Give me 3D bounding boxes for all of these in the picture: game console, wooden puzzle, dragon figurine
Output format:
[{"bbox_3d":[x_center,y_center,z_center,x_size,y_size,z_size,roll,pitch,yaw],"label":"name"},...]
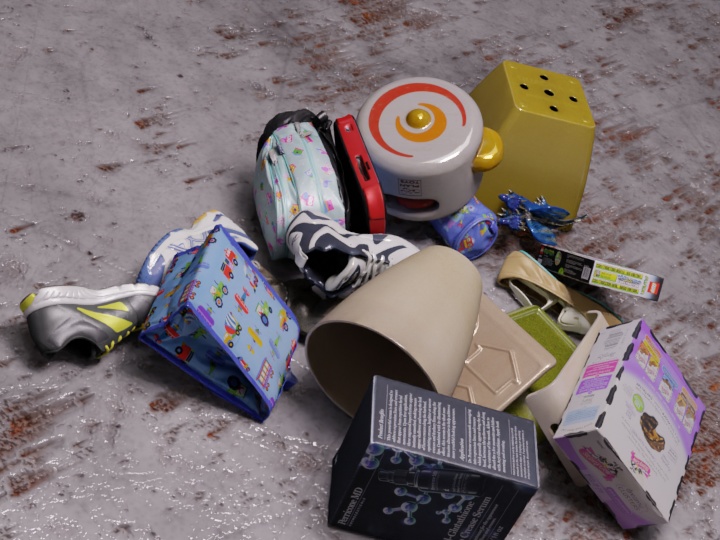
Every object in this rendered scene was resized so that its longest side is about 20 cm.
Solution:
[{"bbox_3d":[0.002,-0.096,1.836,0.031,0.177,0.200,-13,47,-7],"label":"game console"},{"bbox_3d":[0.118,0.122,1.706,0.200,0.046,0.185,-37,60,-17],"label":"wooden puzzle"},{"bbox_3d":[0.272,-0.076,2.011,0.199,0.059,0.099,16,13,-27],"label":"dragon figurine"}]

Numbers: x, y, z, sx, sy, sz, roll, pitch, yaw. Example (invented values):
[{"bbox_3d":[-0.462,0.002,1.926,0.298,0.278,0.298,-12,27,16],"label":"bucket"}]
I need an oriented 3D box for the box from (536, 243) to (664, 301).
[{"bbox_3d":[0.338,0.002,1.921,0.110,0.035,0.200,14,4,-16],"label":"box"}]

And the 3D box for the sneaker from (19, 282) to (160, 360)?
[{"bbox_3d":[-0.304,0.066,1.582,0.199,0.074,0.085,-1,69,-36],"label":"sneaker"}]

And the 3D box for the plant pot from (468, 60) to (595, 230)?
[{"bbox_3d":[0.259,-0.208,2.097,0.199,0.177,0.200,11,40,-15],"label":"plant pot"}]

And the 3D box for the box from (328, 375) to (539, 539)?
[{"bbox_3d":[0.081,0.228,1.519,0.199,0.149,0.107,16,39,-9],"label":"box"}]

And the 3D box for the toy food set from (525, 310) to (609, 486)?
[{"bbox_3d":[0.294,0.162,1.734,0.144,0.060,0.200,58,44,-14],"label":"toy food set"}]

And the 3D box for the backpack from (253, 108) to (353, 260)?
[{"bbox_3d":[-0.080,-0.100,1.828,0.126,0.167,0.201,-12,49,-8],"label":"backpack"}]

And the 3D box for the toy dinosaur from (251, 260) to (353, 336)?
[{"bbox_3d":[-0.062,0.051,1.727,0.200,0.077,0.102,33,50,2],"label":"toy dinosaur"}]

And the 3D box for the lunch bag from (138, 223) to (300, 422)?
[{"bbox_3d":[-0.145,0.072,1.604,0.200,0.094,0.151,44,36,-22],"label":"lunch bag"}]

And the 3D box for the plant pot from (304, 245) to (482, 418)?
[{"bbox_3d":[0.063,0.066,1.627,0.187,0.188,0.200,32,54,9],"label":"plant pot"}]

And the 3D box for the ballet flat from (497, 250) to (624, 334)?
[{"bbox_3d":[0.281,0.050,1.917,0.200,0.069,0.063,35,67,17],"label":"ballet flat"}]

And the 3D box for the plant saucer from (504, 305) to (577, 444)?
[{"bbox_3d":[0.228,0.125,1.797,0.199,0.048,0.200,-16,54,-40],"label":"plant saucer"}]

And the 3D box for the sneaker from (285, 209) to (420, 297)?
[{"bbox_3d":[0.000,0.000,1.694,0.199,0.080,0.130,27,25,-15],"label":"sneaker"}]

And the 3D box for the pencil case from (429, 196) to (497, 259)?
[{"bbox_3d":[0.127,-0.108,1.986,0.200,0.087,0.078,55,5,32],"label":"pencil case"}]

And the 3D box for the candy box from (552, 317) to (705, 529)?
[{"bbox_3d":[0.339,0.190,1.674,0.168,0.071,0.200,52,45,-20],"label":"candy box"}]

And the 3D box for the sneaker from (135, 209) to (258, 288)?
[{"bbox_3d":[-0.204,-0.010,1.705,0.088,0.075,0.200,34,40,12],"label":"sneaker"}]

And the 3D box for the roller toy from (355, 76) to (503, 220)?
[{"bbox_3d":[0.085,-0.175,1.902,0.182,0.140,0.200,-31,59,-16],"label":"roller toy"}]
